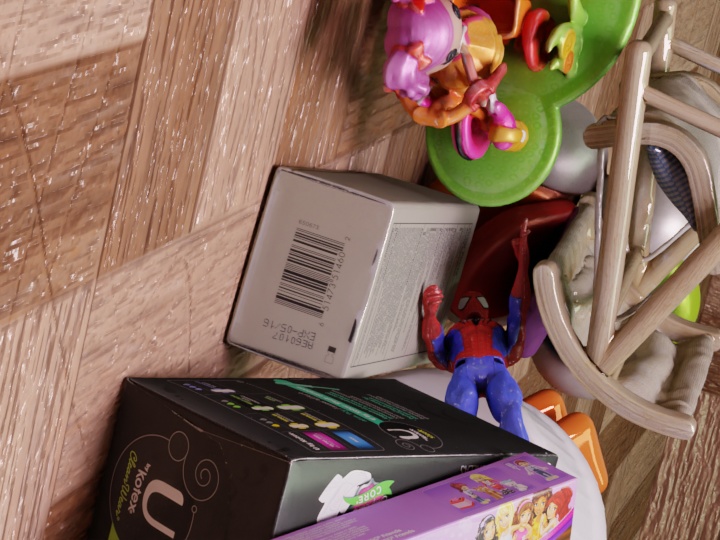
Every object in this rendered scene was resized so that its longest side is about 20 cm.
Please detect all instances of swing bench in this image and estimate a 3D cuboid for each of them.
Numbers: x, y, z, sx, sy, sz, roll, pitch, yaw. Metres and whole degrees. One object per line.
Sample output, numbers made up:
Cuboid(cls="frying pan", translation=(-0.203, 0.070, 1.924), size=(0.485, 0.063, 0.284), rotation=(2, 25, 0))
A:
Cuboid(cls="swing bench", translation=(0.183, -0.034, 1.408), size=(0.201, 0.129, 0.199), rotation=(-66, 174, 17))

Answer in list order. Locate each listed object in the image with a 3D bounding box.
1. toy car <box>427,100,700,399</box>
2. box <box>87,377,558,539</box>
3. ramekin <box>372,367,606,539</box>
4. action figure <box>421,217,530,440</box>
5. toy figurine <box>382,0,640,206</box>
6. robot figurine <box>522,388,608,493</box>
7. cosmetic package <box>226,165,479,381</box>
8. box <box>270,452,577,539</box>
Cuboid(cls="toy car", translation=(0.125, -0.004, 1.591), size=(0.150, 0.200, 0.175), rotation=(-40, 160, -57))
Cuboid(cls="box", translation=(-0.023, 0.139, 1.194), size=(0.200, 0.124, 0.149), rotation=(3, 105, -48))
Cuboid(cls="ramekin", translation=(0.044, 0.157, 1.484), size=(0.201, 0.200, 0.098), rotation=(-69, 157, -12))
Cuboid(cls="action figure", translation=(0.068, 0.042, 1.354), size=(0.200, 0.065, 0.099), rotation=(-93, 180, -66))
Cuboid(cls="toy figurine", translation=(0.045, -0.139, 1.272), size=(0.184, 0.150, 0.201), rotation=(6, 95, -64))
Cuboid(cls="robot figurine", translation=(0.067, 0.157, 1.610), size=(0.199, 0.144, 0.117), rotation=(-29, 162, -17))
Cuboid(cls="cosmetic package", translation=(0.000, 0.000, 1.362), size=(0.200, 0.073, 0.104), rotation=(-2, 109, -75))
Cuboid(cls="box", translation=(0.016, 0.175, 1.128), size=(0.199, 0.039, 0.138), rotation=(-15, 118, -42))
